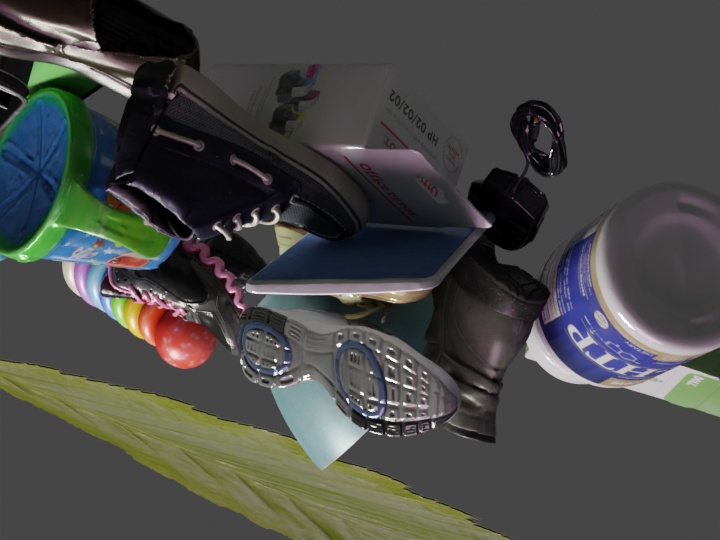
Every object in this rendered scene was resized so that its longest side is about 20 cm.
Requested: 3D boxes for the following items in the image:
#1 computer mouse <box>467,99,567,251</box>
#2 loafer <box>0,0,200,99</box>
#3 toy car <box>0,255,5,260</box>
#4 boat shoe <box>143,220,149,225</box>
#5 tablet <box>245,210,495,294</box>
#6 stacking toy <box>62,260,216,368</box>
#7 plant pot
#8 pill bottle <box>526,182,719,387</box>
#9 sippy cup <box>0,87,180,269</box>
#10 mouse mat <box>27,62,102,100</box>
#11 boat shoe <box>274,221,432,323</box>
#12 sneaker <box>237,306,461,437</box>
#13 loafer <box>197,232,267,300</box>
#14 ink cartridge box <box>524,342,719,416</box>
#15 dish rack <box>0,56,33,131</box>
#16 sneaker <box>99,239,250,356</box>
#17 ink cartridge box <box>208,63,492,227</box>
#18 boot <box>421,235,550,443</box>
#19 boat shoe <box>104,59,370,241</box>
[{"bbox_3d":[0.115,-0.070,1.249,0.058,0.034,0.200,36,158,8],"label":"computer mouse"},{"bbox_3d":[-0.191,-0.175,1.180,0.199,0.073,0.071,19,153,-19],"label":"loafer"},{"bbox_3d":[-0.398,-0.076,1.517,0.184,0.177,0.200,28,150,7],"label":"toy car"},{"bbox_3d":[-0.108,-0.073,1.343,0.072,0.063,0.200,2,-171,15],"label":"boat shoe"},{"bbox_3d":[0.012,-0.013,1.217,0.129,0.014,0.200,-1,-165,16],"label":"tablet"},{"bbox_3d":[-0.188,0.027,1.595,0.085,0.086,0.200,37,-179,-45],"label":"stacking toy"},{"bbox_3d":[-0.008,0.046,1.480,0.135,0.200,0.200,45,160,0],"label":"plant pot"},{"bbox_3d":[0.191,0.020,1.282,0.119,0.120,0.200,21,162,-8],"label":"pill bottle"},{"bbox_3d":[-0.208,-0.061,1.410,0.130,0.179,0.140,17,136,-37],"label":"sippy cup"},{"bbox_3d":[-0.302,-0.174,1.370,0.199,0.008,0.161,25,161,-23],"label":"mouse mat"},{"bbox_3d":[0.000,0.000,1.331,0.073,0.063,0.200,-11,-164,-24],"label":"boat shoe"},{"bbox_3d":[0.000,0.063,1.317,0.199,0.075,0.087,22,-157,39],"label":"sneaker"},{"bbox_3d":[-0.144,0.017,1.667,0.070,0.068,0.200,33,155,-15],"label":"loafer"},{"bbox_3d":[0.240,0.060,1.446,0.199,0.060,0.104,18,162,1],"label":"ink cartridge box"},{"bbox_3d":[-0.344,-0.171,1.321,0.199,0.055,0.153,25,160,-19],"label":"dish rack"},{"bbox_3d":[-0.169,0.006,1.500,0.200,0.095,0.079,48,164,13],"label":"sneaker"},{"bbox_3d":[-0.006,-0.087,1.241,0.199,0.068,0.115,5,157,36],"label":"ink cartridge box"},{"bbox_3d":[0.061,0.038,1.334,0.067,0.131,0.200,13,-162,-27],"label":"boot"},{"bbox_3d":[-0.082,-0.048,1.174,0.200,0.093,0.074,33,156,-31],"label":"boat shoe"}]
